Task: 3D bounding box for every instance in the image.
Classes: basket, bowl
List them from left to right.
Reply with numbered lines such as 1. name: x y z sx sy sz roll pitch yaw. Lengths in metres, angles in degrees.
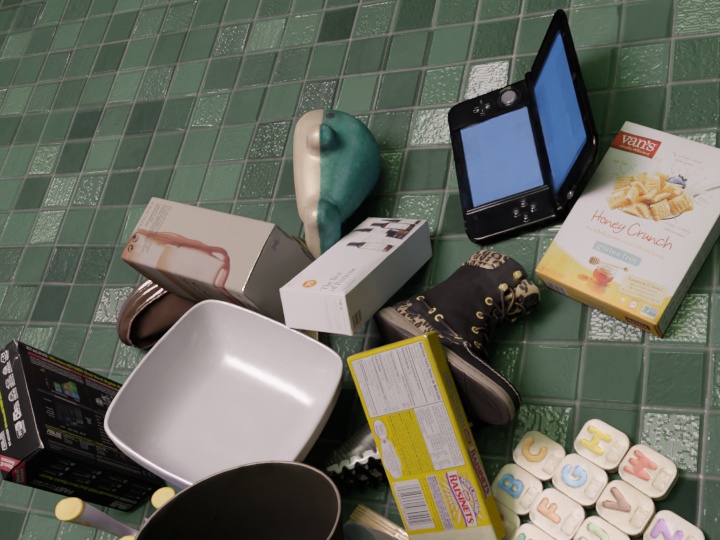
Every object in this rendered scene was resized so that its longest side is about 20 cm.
1. bowl: -0.131 0.144 0.930 0.198 0.075 0.201 21 51 19
2. basket: -0.078 0.285 0.783 0.178 0.202 0.137 -16 34 0

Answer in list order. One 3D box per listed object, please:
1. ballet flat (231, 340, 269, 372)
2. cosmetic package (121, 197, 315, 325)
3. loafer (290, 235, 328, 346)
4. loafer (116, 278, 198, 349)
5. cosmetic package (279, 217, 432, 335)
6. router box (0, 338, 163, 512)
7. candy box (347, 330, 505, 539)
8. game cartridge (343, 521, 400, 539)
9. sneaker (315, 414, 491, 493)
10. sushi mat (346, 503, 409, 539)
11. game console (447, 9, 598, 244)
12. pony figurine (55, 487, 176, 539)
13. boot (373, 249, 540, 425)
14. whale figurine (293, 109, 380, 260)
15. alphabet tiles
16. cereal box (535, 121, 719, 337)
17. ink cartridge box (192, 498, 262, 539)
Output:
1. ballet flat: -0.159 0.138 1.063 0.199 0.068 0.076 -30 76 34
2. cosmetic package: -0.162 -0.011 1.051 0.198 0.103 0.088 12 70 36
3. loafer: -0.086 0.044 1.084 0.075 0.067 0.202 -20 57 17
4. loafer: -0.224 0.033 1.160 0.200 0.073 0.071 -42 52 2
5. cosmetic package: 0.000 0.000 1.002 0.082 0.051 0.200 2 26 30
6. router box: -0.330 0.182 1.056 0.062 0.200 0.151 -37 53 11
7. candy box: 0.061 0.165 0.876 0.101 0.026 0.202 -19 90 36
8. game cartridge: 0.075 0.299 0.804 0.199 0.133 0.041 34 81 36
9. sneaker: 0.036 0.160 0.962 0.198 0.067 0.091 -28 52 7
10. sushi mat: 0.050 0.315 0.899 0.199 0.012 0.096 23 76 35
11. game console: 0.173 -0.158 1.025 0.174 0.116 0.202 -17 57 19
12. pony figurine: -0.195 0.286 0.955 0.190 0.201 0.168 -8 58 8
13. boot: 0.124 0.059 0.930 0.150 0.074 0.199 -34 36 -20
14. whale figurine: -0.027 -0.103 1.085 0.102 0.160 0.201 -2 42 1
15. alphabet tiles: 0.203 0.240 0.850 0.195 0.015 0.201 29 77 36
16. cereal box: 0.292 -0.049 0.950 0.143 0.040 0.201 25 78 35
17. ink cartridge box: -0.158 0.304 0.863 0.196 0.202 0.043 -18 33 -12
